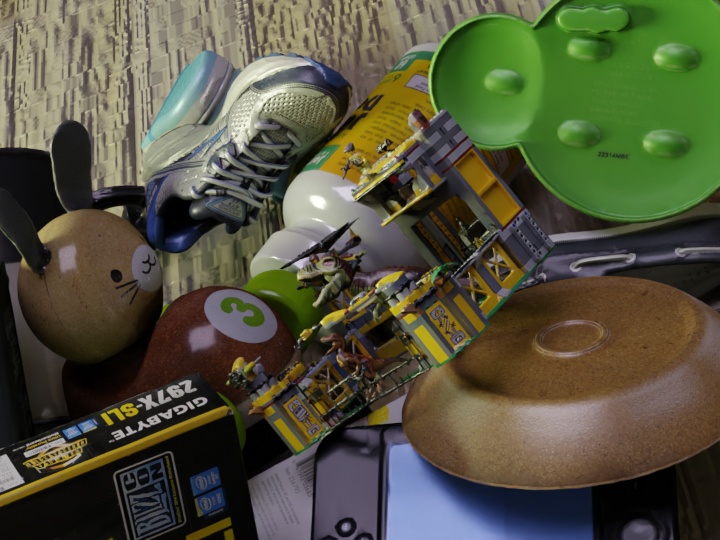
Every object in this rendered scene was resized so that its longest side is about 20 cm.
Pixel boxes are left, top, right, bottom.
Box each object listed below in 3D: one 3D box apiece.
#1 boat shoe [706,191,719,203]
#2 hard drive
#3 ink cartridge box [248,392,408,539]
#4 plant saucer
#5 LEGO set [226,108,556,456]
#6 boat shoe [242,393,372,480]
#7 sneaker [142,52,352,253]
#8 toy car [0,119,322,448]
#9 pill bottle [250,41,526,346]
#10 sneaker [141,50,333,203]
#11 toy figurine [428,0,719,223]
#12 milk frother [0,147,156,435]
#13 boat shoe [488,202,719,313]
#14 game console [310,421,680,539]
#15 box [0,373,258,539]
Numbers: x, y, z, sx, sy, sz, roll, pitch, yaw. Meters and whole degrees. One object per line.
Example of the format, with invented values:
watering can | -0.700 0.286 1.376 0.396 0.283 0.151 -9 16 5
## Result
boat shoe | 0.280 -0.120 1.256 0.070 0.070 0.200 18 58 39
hard drive | -0.207 0.099 1.125 0.033 0.201 0.140 -10 5 -7
ink cartridge box | 0.040 0.134 1.113 0.200 0.067 0.116 -28 42 -2
plant saucer | 0.117 0.051 1.057 0.200 0.036 0.200 -10 25 5
LEGO set | 0.000 0.000 1.067 0.154 0.116 0.200 -42 5 -37
boat shoe | -0.086 0.121 1.201 0.201 0.061 0.072 -23 41 5
sneaker | -0.076 -0.068 1.289 0.200 0.077 0.085 -34 37 43
toy car | -0.140 0.012 1.156 0.157 0.200 0.164 -18 22 30
pill bottle | 0.019 -0.048 1.285 0.113 0.113 0.200 17 57 40
sneaker | -0.086 -0.094 1.430 0.080 0.130 0.200 -61 10 -4
toy figurine | 0.155 -0.116 1.245 0.199 0.151 0.184 6 8 10
milk frother | -0.203 0.030 1.317 0.199 0.181 0.189 -6 74 -19
boat shoe | 0.146 0.015 1.179 0.200 0.076 0.060 -22 34 7
game console | 0.058 0.128 0.985 0.199 0.119 0.173 -6 57 13
box | -0.132 0.171 1.039 0.159 0.200 0.049 -22 34 -22
